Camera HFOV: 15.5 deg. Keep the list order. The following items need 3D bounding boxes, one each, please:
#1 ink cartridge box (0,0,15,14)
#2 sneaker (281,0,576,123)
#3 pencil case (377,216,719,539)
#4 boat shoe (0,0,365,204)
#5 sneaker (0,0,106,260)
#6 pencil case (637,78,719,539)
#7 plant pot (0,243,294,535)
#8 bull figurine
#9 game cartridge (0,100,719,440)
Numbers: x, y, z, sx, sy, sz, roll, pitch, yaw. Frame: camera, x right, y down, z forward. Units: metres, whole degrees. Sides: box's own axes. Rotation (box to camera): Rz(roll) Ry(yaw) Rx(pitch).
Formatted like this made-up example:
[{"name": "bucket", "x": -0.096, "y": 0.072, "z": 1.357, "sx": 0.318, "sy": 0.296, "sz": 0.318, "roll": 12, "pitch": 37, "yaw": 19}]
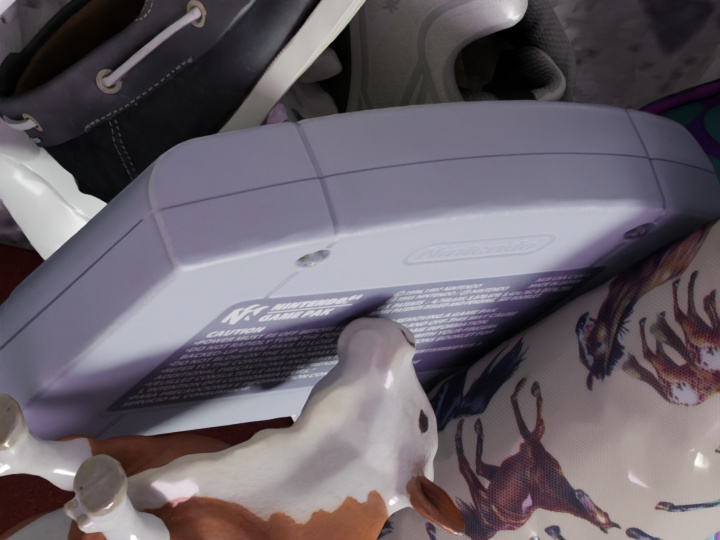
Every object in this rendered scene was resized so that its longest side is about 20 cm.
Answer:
[{"name": "ink cartridge box", "x": -0.120, "y": -0.103, "z": 0.610, "sx": 0.200, "sy": 0.059, "sz": 0.104, "roll": -44, "pitch": 138, "yaw": 2}, {"name": "sneaker", "x": 0.019, "y": -0.043, "z": 0.762, "sx": 0.081, "sy": 0.075, "sz": 0.200, "roll": 22, "pitch": 151, "yaw": 17}, {"name": "pencil case", "x": 0.069, "y": 0.055, "z": 0.755, "sx": 0.089, "sy": 0.078, "sz": 0.200, "roll": 37, "pitch": 129, "yaw": -24}, {"name": "boat shoe", "x": -0.025, "y": -0.084, "z": 0.645, "sx": 0.068, "sy": 0.072, "sz": 0.200, "roll": 37, "pitch": 132, "yaw": -8}, {"name": "sneaker", "x": -0.087, "y": -0.063, "z": 0.752, "sx": 0.088, "sy": 0.075, "sz": 0.200, "roll": -34, "pitch": 143, "yaw": 10}, {"name": "pencil case", "x": 0.113, "y": 0.042, "z": 0.825, "sx": 0.085, "sy": 0.093, "sz": 0.201, "roll": -1, "pitch": 118, "yaw": -9}, {"name": "plant pot", "x": -0.123, "y": 0.100, "z": 0.872, "sx": 0.199, "sy": 0.177, "sz": 0.200, "roll": 13, "pitch": 142, "yaw": -27}, {"name": "bull figurine", "x": -0.068, "y": 0.081, "z": 0.678, "sx": 0.200, "sy": 0.065, "sz": 0.121, "roll": -41, "pitch": 142, "yaw": 13}, {"name": "game cartridge", "x": 0.000, "y": 0.000, "z": 0.709, "sx": 0.199, "sy": 0.041, "sz": 0.133, "roll": -5, "pitch": 161, "yaw": -42}]
